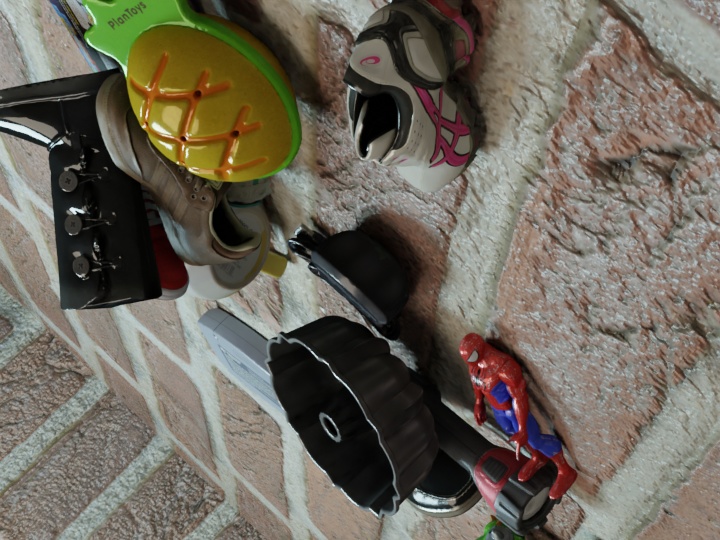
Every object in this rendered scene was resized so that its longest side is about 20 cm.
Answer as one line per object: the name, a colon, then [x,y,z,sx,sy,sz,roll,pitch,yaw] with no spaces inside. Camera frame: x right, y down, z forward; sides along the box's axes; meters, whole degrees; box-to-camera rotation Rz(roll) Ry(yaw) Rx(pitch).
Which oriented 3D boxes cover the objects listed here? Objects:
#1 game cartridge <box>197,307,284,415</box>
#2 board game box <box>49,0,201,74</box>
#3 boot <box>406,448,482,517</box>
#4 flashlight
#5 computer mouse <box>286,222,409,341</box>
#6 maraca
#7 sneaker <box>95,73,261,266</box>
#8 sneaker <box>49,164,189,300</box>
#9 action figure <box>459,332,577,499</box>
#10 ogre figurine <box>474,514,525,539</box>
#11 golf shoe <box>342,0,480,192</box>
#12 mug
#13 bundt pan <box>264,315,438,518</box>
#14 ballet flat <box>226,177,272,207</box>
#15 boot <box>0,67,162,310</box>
game cartridge: [-0.120,0.127,1.994,0.200,0.042,0.133,34,156,34]
board game box: [-0.199,-0.224,1.298,0.165,0.057,0.200,30,158,37]
boot: [0.037,0.170,1.655,0.151,0.073,0.200,55,166,-31]
flashlight: [0.103,0.169,1.505,0.200,0.068,0.068,38,129,36]
computer mouse: [0.000,0.000,1.375,0.138,0.053,0.200,43,176,-1]
maraca: [-0.128,-0.147,1.202,0.137,0.107,0.200,-26,116,41]
sneaker: [-0.147,-0.088,1.331,0.075,0.071,0.200,-4,134,28]
sneaker: [-0.203,-0.075,1.405,0.200,0.071,0.113,52,129,22]
action figure: [0.128,0.122,1.355,0.065,0.052,0.200,32,157,48]
ogre figurine: [0.161,0.329,1.682,0.120,0.098,0.200,39,168,-1]
golf shoe: [0.024,-0.100,0.990,0.072,0.092,0.200,37,163,22]
mug: [-0.156,-0.047,1.544,0.153,0.186,0.150,20,119,38]
bundt pan: [-0.001,0.127,1.477,0.202,0.076,0.202,43,153,28]
ballet flat: [-0.148,-0.120,1.439,0.200,0.072,0.072,28,157,40]
boot: [-0.259,-0.064,1.369,0.164,0.066,0.201,-4,101,33]
